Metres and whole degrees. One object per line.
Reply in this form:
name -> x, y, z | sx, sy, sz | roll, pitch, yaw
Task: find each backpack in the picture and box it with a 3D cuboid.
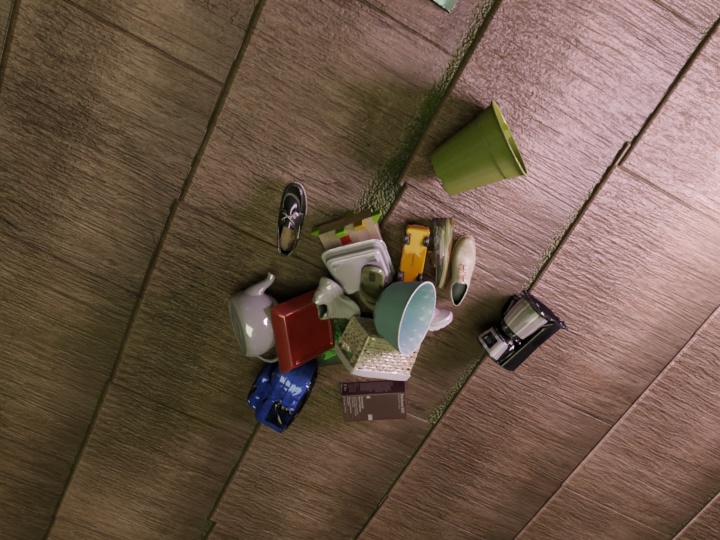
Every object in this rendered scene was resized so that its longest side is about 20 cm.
backpack -> -0.227, 0.345, 1.575 | 0.167, 0.163, 0.201 | 31, 111, -8

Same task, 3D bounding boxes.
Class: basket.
basket -> 0.051, 0.217, 1.501 | 0.199, 0.136, 0.124 | 14, 107, -31

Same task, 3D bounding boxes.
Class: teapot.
teapot -> -0.276, 0.141, 1.496 | 0.145, 0.198, 0.200 | -15, 158, -24

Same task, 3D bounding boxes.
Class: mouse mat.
mouse mat -> -0.051, 0.208, 1.597 | 0.198, 0.008, 0.162 | -9, 112, 6

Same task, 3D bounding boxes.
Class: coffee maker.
coffee maker -> 0.459, 0.186, 1.507 | 0.192, 0.135, 0.200 | 37, 109, -14

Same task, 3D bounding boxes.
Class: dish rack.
dish rack -> 0.000, 0.000, 1.431 | 0.170, 0.044, 0.200 | -14, 147, 8

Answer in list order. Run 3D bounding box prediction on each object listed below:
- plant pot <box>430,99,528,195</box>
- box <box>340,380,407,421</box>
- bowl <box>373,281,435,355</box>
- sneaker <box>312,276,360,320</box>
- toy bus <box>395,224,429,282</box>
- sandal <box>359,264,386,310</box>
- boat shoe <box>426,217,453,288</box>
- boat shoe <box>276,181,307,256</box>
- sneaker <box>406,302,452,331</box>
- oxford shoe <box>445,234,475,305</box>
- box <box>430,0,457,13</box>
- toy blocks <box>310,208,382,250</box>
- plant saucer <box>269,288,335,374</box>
plant pot -> 0.279, -0.279, 1.305 | 0.189, 0.200, 0.201 | -24, 111, 25
box -> 0.042, 0.400, 1.640 | 0.198, 0.075, 0.101 | -5, 112, 1
bowl -> 0.107, 0.111, 1.401 | 0.104, 0.200, 0.202 | 18, 116, 29
sneaker -> -0.075, 0.101, 1.478 | 0.100, 0.078, 0.200 | -53, 135, -11
toy bus -> 0.140, -0.029, 1.454 | 0.065, 0.078, 0.201 | 7, 113, -1
sandal -> 0.031, 0.056, 1.421 | 0.079, 0.058, 0.201 | 0, 147, 8
boat shoe -> 0.213, -0.050, 1.454 | 0.064, 0.073, 0.201 | 8, 110, 10
boat shoe -> -0.185, -0.136, 1.424 | 0.071, 0.068, 0.201 | 12, 111, -2
sneaker -> 0.164, 0.112, 1.511 | 0.198, 0.081, 0.089 | 4, 115, -1
oxford shoe -> 0.282, 0.002, 1.466 | 0.070, 0.074, 0.201 | 4, 113, 0
box -> 0.200, -0.706, 1.190 | 0.136, 0.038, 0.201 | 30, 110, -11
toy blocks -> -0.016, -0.075, 1.439 | 0.199, 0.100, 0.137 | -18, 122, 12
plant saucer -> -0.148, 0.167, 1.490 | 0.037, 0.199, 0.201 | 13, 117, 45
